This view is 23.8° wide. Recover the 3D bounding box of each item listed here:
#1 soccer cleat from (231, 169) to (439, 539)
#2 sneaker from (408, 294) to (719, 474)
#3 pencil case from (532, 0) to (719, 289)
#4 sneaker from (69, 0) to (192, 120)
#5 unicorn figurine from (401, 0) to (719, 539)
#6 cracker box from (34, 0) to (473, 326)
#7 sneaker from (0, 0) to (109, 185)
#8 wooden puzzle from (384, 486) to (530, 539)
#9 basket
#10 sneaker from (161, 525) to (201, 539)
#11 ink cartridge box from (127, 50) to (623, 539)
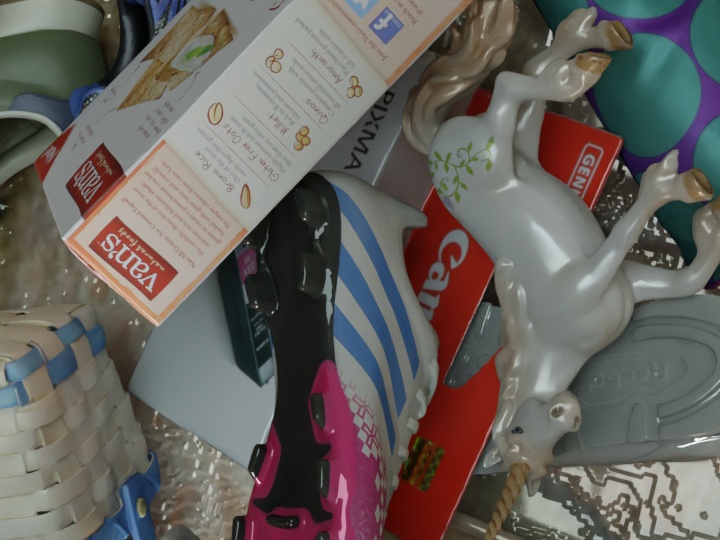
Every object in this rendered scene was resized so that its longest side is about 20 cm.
[{"bbox_3d":[0.000,0.059,0.679,0.070,0.086,0.202,-14,70,48],"label":"soccer cleat"},{"bbox_3d":[0.096,0.057,0.740,0.199,0.080,0.077,-1,76,36],"label":"sneaker"},{"bbox_3d":[0.139,-0.093,0.735,0.092,0.085,0.201,-30,77,12],"label":"pencil case"},{"bbox_3d":[-0.072,-0.135,0.791,0.078,0.075,0.201,22,89,-23],"label":"sneaker"},{"bbox_3d":[0.078,-0.010,0.680,0.137,0.074,0.201,-41,57,28],"label":"unicorn figurine"},{"bbox_3d":[-0.044,-0.083,0.707,0.200,0.134,0.058,-47,112,1],"label":"cracker box"},{"bbox_3d":[-0.216,-0.069,0.841,0.198,0.067,0.091,-13,74,11],"label":"sneaker"},{"bbox_3d":[0.055,0.214,0.750,0.184,0.046,0.202,20,94,17],"label":"wooden puzzle"},{"bbox_3d":[-0.169,0.119,0.777,0.175,0.139,0.202,-2,102,15],"label":"basket"},{"bbox_3d":[0.003,0.144,0.701,0.198,0.075,0.091,-5,95,18],"label":"sneaker"},{"bbox_3d":[0.000,0.000,0.756,0.173,0.043,0.201,25,92,41],"label":"ink cartridge box"}]
